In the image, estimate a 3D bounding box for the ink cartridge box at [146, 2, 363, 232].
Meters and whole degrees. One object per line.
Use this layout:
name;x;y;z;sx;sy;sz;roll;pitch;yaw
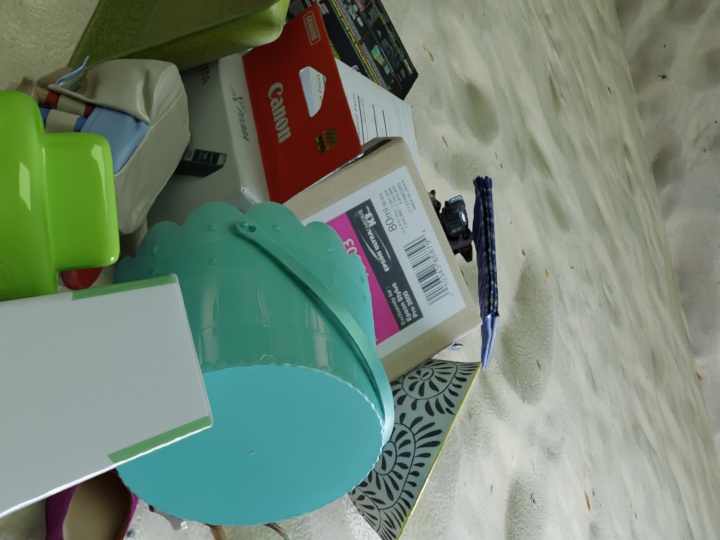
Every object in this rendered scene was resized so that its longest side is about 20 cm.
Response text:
ink cartridge box;-0.097;-0.121;0.707;0.044;0.173;0.201;38;27;-45

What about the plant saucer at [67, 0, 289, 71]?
plant saucer;-0.128;-0.235;0.748;0.048;0.198;0.201;57;31;-43

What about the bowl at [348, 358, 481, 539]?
bowl;0.035;0.161;0.870;0.202;0.094;0.201;-61;169;-20

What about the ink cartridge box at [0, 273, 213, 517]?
ink cartridge box;-0.198;0.072;0.440;0.145;0.199;0.088;-13;88;-62

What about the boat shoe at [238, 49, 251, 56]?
boat shoe;-0.129;-0.130;0.815;0.071;0.069;0.202;39;53;-50

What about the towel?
towel;0.150;0.001;1.097;0.145;0.024;0.202;83;7;-60

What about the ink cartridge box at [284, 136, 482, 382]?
ink cartridge box;0.000;0.000;0.831;0.201;0.164;0.075;64;-15;-16

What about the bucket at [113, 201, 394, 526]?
bucket;-0.077;0.071;0.617;0.207;0.206;0.135;44;24;-40

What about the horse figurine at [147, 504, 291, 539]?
horse figurine;-0.086;0.162;0.725;0.133;0.050;0.200;47;41;-7

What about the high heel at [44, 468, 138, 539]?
high heel;-0.160;0.170;0.554;0.068;0.096;0.201;54;33;-27

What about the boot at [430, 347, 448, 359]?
boot;0.035;0.034;0.947;0.151;0.073;0.200;53;46;-12

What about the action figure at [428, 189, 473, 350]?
action figure;0.094;-0.017;1.107;0.200;0.104;0.195;67;11;-67

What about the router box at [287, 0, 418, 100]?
router box;-0.010;-0.290;1.117;0.201;0.062;0.150;59;30;-22

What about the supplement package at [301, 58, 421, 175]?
supplement package;-0.034;-0.139;0.934;0.199;0.113;0.111;18;60;-56

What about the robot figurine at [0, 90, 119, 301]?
robot figurine;-0.229;-0.032;0.459;0.175;0.198;0.117;-148;-126;-72

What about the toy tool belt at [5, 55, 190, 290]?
toy tool belt;-0.208;-0.075;0.625;0.125;0.122;0.201;93;12;-48
